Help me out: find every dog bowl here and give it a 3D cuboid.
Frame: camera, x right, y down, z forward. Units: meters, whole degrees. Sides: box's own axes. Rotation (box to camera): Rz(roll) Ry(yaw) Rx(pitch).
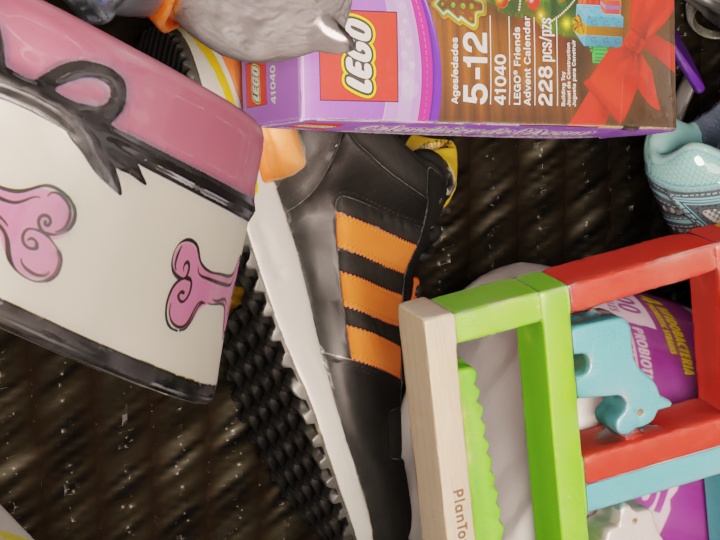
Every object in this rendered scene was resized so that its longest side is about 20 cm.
[{"bbox_3d":[-0.113,-0.041,0.687,0.200,0.200,0.074,26,89,-35],"label":"dog bowl"}]

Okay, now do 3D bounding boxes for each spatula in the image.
[{"bbox_3d":[0.112,-0.037,0.924,0.020,0.057,0.200,-16,125,2],"label":"spatula"}]

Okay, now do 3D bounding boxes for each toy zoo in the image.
[{"bbox_3d":[0.111,0.051,0.823,0.200,0.020,0.132,-14,110,-21],"label":"toy zoo"}]

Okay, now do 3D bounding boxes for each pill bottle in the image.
[{"bbox_3d":[0.121,0.071,0.911,0.200,0.112,0.113,14,99,-29],"label":"pill bottle"}]

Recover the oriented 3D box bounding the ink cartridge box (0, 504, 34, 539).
[{"bbox_3d":[-0.152,0.103,0.713,0.145,0.200,0.084,17,100,-34],"label":"ink cartridge box"}]

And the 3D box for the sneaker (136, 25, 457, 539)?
[{"bbox_3d":[0.000,0.000,0.847,0.090,0.070,0.200,-26,116,-18],"label":"sneaker"}]

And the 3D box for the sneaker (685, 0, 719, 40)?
[{"bbox_3d":[0.139,-0.122,0.891,0.082,0.077,0.200,-23,117,-16],"label":"sneaker"}]

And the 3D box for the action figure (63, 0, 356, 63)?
[{"bbox_3d":[-0.048,-0.147,0.720,0.200,0.105,0.194,-35,102,-37],"label":"action figure"}]

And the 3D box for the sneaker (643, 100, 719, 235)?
[{"bbox_3d":[0.176,-0.070,0.854,0.200,0.078,0.086,-43,118,-2],"label":"sneaker"}]

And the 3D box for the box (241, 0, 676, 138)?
[{"bbox_3d":[0.030,-0.141,0.803,0.137,0.039,0.201,-1,89,-31],"label":"box"}]
